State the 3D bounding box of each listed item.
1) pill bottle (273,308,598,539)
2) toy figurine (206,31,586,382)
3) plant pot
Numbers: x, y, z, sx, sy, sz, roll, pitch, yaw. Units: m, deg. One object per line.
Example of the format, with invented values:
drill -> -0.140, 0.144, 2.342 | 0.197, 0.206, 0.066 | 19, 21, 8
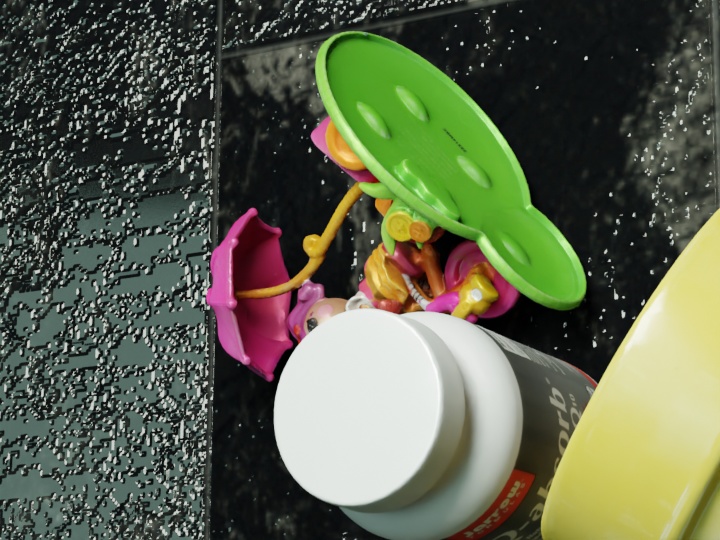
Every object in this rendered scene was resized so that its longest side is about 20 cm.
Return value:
pill bottle -> 0.047, 0.085, 1.049 | 0.115, 0.200, 0.117 | -8, 74, 30
toy figurine -> 0.000, 0.000, 1.167 | 0.200, 0.150, 0.184 | 47, 119, 6
plant pot -> 0.214, 0.092, 0.962 | 0.188, 0.201, 0.201 | 31, 95, 18
